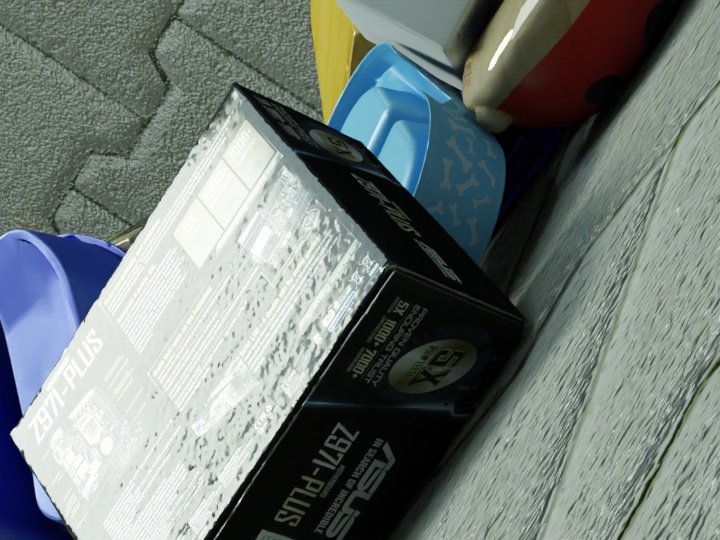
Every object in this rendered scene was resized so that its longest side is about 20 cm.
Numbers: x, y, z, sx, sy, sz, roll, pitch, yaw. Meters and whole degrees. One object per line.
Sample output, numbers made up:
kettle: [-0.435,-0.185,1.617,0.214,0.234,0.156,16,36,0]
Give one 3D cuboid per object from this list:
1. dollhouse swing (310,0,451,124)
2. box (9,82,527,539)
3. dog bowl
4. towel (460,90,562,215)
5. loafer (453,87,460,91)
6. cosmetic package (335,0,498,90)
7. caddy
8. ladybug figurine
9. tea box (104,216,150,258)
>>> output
dollhouse swing: [0.066,-0.183,1.679,0.182,0.175,0.201,97,168,-47]
box: [-0.045,0.049,1.172,0.201,0.086,0.164,-57,41,13]
dog bowl: [0.022,-0.042,1.334,0.112,0.049,0.200,-65,16,13]
towel: [0.097,-0.106,1.469,0.148,0.049,0.200,-48,11,46]
loafer: [0.060,-0.112,1.737,0.201,0.069,0.075,-57,4,10]
cosmetic package: [0.045,-0.160,1.376,0.102,0.071,0.200,-62,-7,1]
caddy: [-0.165,0.073,1.412,0.141,0.201,0.105,-24,-22,23]
ladybug figurine: [0.120,-0.147,1.309,0.201,0.072,0.136,-58,4,-9]
tea box: [-0.125,0.045,1.572,0.199,0.134,0.197,-26,3,34]
